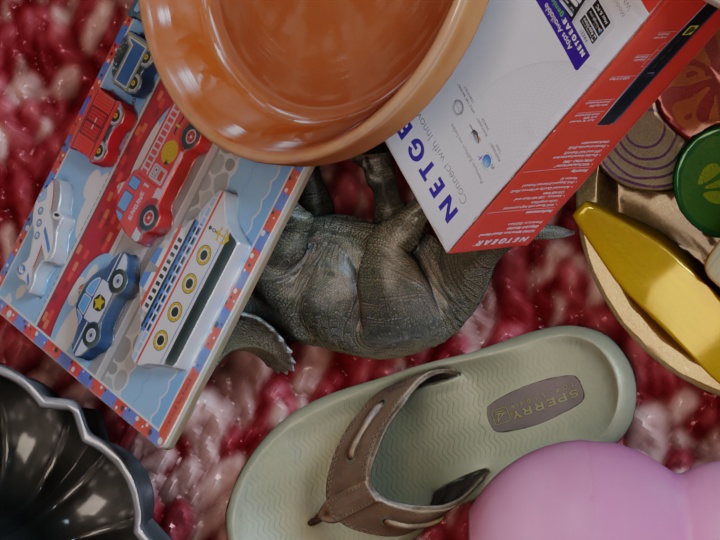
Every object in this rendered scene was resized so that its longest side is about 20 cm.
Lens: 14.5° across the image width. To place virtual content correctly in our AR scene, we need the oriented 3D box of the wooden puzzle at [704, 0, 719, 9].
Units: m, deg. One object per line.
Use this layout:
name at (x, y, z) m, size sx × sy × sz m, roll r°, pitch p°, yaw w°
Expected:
wooden puzzle at (0.228, -0.150, 1.067) m, size 0.200 × 0.046 × 0.186 m, roll 29°, pitch 68°, yaw -7°

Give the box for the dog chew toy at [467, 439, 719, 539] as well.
dog chew toy at (0.145, 0.133, 1.190) m, size 0.199 × 0.125 × 0.125 m, roll -1°, pitch 93°, yaw 2°

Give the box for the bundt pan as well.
bundt pan at (-0.174, 0.136, 1.293) m, size 0.201 × 0.076 × 0.203 m, roll 1°, pitch 94°, yaw 15°

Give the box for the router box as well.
router box at (0.055, -0.139, 1.160) m, size 0.180 × 0.049 × 0.200 m, roll -51°, pitch 57°, yaw 39°

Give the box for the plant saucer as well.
plant saucer at (-0.015, -0.141, 1.158) m, size 0.200 × 0.032 × 0.201 m, roll -8°, pitch 78°, yaw 43°

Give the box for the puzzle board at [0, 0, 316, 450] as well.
puzzle board at (-0.084, -0.043, 1.237) m, size 0.151 × 0.017 × 0.200 m, roll 35°, pitch 102°, yaw 45°

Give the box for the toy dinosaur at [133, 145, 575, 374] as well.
toy dinosaur at (0.000, 0.000, 1.252) m, size 0.199 × 0.077 × 0.103 m, roll -4°, pitch 104°, yaw 10°

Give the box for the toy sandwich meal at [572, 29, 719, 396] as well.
toy sandwich meal at (0.184, -0.027, 1.192) m, size 0.205 × 0.070 × 0.206 m, roll 1°, pitch 93°, yaw 15°

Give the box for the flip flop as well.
flip flop at (0.027, 0.082, 1.246) m, size 0.200 × 0.058 × 0.081 m, roll -22°, pitch 88°, yaw 15°
